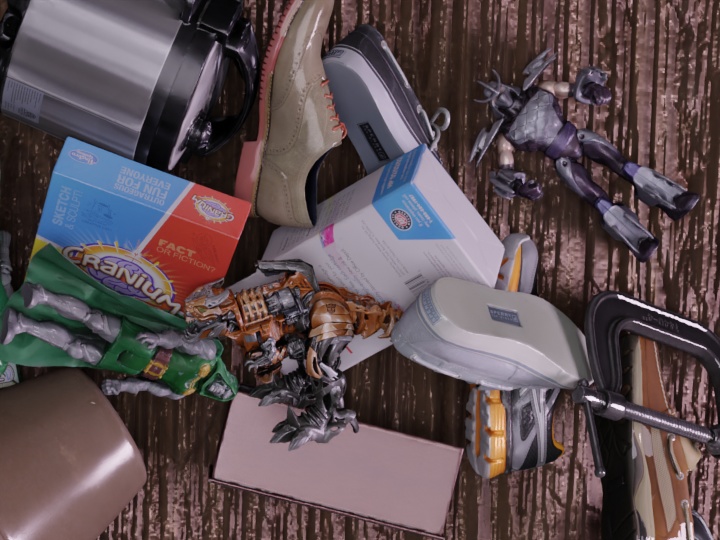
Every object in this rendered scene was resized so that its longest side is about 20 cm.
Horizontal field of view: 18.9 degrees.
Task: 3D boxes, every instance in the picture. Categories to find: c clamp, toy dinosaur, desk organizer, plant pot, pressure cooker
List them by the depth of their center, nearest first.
[{"bbox_3d":[-0.038,0.057,1.675,0.198,0.102,0.137,9,111,5],"label":"toy dinosaur"},{"bbox_3d":[-0.175,-0.168,1.683,0.199,0.176,0.180,23,97,-1],"label":"pressure cooker"},{"bbox_3d":[-0.271,0.169,1.726,0.174,0.200,0.201,-34,97,-18],"label":"plant pot"},{"bbox_3d":[0.238,0.101,1.733,0.199,0.027,0.172,13,55,-37],"label":"c clamp"},{"bbox_3d":[-0.020,0.155,1.777,0.198,0.072,0.078,15,93,-4],"label":"desk organizer"}]

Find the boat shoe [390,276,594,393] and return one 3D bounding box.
[{"bbox_3d":[0.103,0.058,1.689,0.200,0.071,0.071,19,135,-42],"label":"boat shoe"}]

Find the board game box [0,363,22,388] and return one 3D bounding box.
[{"bbox_3d":[-0.360,0.005,1.768,0.133,0.029,0.202,-10,96,-2],"label":"board game box"}]

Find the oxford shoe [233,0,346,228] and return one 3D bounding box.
[{"bbox_3d":[-0.040,-0.130,1.680,0.074,0.070,0.202,18,110,13],"label":"oxford shoe"}]

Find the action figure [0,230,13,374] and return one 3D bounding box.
[{"bbox_3d":[-0.314,-0.014,1.708,0.117,0.055,0.202,-14,92,18],"label":"action figure"}]

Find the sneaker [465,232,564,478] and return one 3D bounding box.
[{"bbox_3d":[0.131,0.069,1.777,0.077,0.078,0.202,1,100,-16],"label":"sneaker"}]

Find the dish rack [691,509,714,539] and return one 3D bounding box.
[{"bbox_3d":[0.227,0.309,1.812,0.199,0.055,0.154,-26,95,3],"label":"dish rack"}]

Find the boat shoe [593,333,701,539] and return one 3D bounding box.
[{"bbox_3d":[0.237,0.154,1.774,0.073,0.076,0.202,5,75,-20],"label":"boat shoe"}]

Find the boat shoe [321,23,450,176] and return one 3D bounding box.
[{"bbox_3d":[0.034,-0.105,1.751,0.068,0.073,0.200,-48,114,-36],"label":"boat shoe"}]

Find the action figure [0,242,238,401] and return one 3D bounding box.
[{"bbox_3d":[-0.180,0.060,1.688,0.199,0.055,0.118,21,127,-27],"label":"action figure"}]

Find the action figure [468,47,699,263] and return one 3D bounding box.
[{"bbox_3d":[0.175,-0.096,1.760,0.199,0.069,0.130,37,99,-2],"label":"action figure"}]

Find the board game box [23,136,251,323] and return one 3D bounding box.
[{"bbox_3d":[-0.184,-0.002,1.707,0.152,0.041,0.201,20,138,-4],"label":"board game box"}]

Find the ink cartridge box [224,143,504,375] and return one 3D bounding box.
[{"bbox_3d":[0.000,0.000,1.730,0.199,0.068,0.115,-29,112,26],"label":"ink cartridge box"}]
